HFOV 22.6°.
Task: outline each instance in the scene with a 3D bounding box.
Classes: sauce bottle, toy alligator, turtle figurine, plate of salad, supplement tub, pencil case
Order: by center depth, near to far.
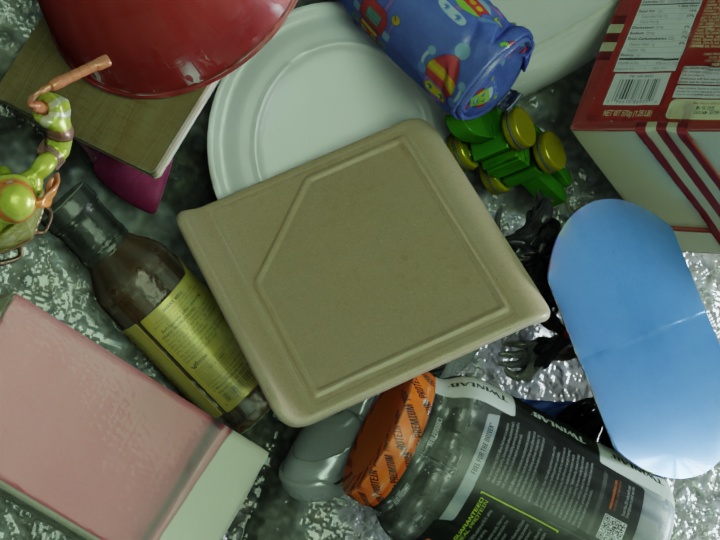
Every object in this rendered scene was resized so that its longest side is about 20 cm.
[{"bbox_3d":[-0.225,-0.046,1.148,0.064,0.161,0.200,38,74,-16],"label":"turtle figurine"},{"bbox_3d":[0.097,0.150,1.201,0.199,0.122,0.123,29,78,-10],"label":"supplement tub"},{"bbox_3d":[-0.135,0.024,1.233,0.065,0.065,0.200,-45,105,-17],"label":"sauce bottle"},{"bbox_3d":[0.038,-0.193,1.248,0.087,0.078,0.200,-35,74,-25],"label":"pencil case"},{"bbox_3d":[-0.019,-0.090,1.290,0.199,0.048,0.201,-2,94,-25],"label":"plate of salad"},{"bbox_3d":[0.123,-0.086,1.333,0.200,0.059,0.054,31,49,-44],"label":"toy alligator"}]

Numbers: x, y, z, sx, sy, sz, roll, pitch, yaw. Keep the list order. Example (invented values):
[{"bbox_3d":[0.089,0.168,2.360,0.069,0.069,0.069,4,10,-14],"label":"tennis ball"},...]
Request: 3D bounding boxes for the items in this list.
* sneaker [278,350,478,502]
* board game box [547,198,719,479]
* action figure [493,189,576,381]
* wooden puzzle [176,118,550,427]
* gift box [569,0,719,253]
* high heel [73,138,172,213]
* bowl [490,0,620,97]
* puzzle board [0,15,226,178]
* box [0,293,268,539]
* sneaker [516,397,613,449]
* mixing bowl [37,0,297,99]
[{"bbox_3d":[-0.002,0.061,1.263,0.200,0.075,0.115,-46,126,-22],"label":"sneaker"},{"bbox_3d":[0.185,0.052,1.252,0.158,0.039,0.201,-17,83,-46],"label":"board game box"},{"bbox_3d":[0.138,0.025,1.310,0.200,0.102,0.119,34,50,-33],"label":"action figure"},{"bbox_3d":[0.000,0.000,1.205,0.199,0.037,0.185,-21,58,-15],"label":"wooden puzzle"},{"bbox_3d":[0.270,-0.102,1.318,0.187,0.184,0.201,44,65,-43],"label":"gift box"},{"bbox_3d":[-0.110,-0.136,1.243,0.096,0.067,0.200,46,78,-3],"label":"high heel"},{"bbox_3d":[0.114,-0.233,1.340,0.200,0.075,0.200,-30,99,-22],"label":"bowl"},{"bbox_3d":[-0.138,-0.172,1.209,0.200,0.150,0.017,-59,151,-9],"label":"puzzle board"},{"bbox_3d":[-0.182,0.112,1.176,0.200,0.128,0.109,34,75,-18],"label":"box"},{"bbox_3d":[0.121,0.125,1.305,0.199,0.111,0.077,5,86,-21],"label":"sneaker"},{"bbox_3d":[-0.141,-0.222,1.160,0.201,0.199,0.108,-66,152,-11],"label":"mixing bowl"}]
